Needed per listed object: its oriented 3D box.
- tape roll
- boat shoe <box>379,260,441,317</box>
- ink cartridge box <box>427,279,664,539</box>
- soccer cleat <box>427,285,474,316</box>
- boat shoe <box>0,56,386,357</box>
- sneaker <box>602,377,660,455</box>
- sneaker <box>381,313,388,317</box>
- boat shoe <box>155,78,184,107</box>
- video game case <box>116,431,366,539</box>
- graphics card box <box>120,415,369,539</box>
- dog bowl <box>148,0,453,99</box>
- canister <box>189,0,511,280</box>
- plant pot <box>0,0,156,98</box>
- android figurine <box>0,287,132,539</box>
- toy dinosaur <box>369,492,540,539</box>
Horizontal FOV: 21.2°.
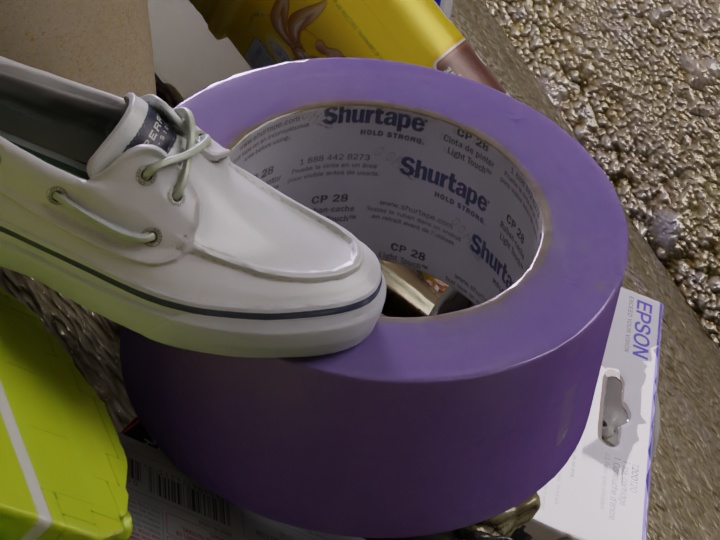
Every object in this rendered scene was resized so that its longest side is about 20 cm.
[{"bbox_3d":[0.003,0.005,0.775,0.201,0.198,0.085,-112,-157,-45],"label":"tape roll"},{"bbox_3d":[0.000,0.000,0.981,0.199,0.072,0.065,38,46,-1],"label":"boat shoe"},{"bbox_3d":[0.068,0.058,1.059,0.199,0.043,0.199,24,44,-10],"label":"ink cartridge box"},{"bbox_3d":[0.047,0.063,0.907,0.069,0.201,0.077,28,6,42],"label":"soccer cleat"},{"bbox_3d":[-0.082,-0.027,0.663,0.198,0.067,0.074,14,37,-8],"label":"boat shoe"},{"bbox_3d":[0.134,0.134,1.166,0.088,0.075,0.202,-36,131,-65],"label":"sneaker"},{"bbox_3d":[-0.025,0.029,0.889,0.200,0.075,0.087,52,-1,37],"label":"sneaker"},{"bbox_3d":[-0.122,-0.073,0.991,0.200,0.059,0.072,36,22,-52],"label":"boat shoe"},{"bbox_3d":[-0.028,0.153,0.707,0.199,0.023,0.182,27,28,-24],"label":"video game case"},{"bbox_3d":[-0.017,0.141,0.851,0.201,0.051,0.125,57,13,14],"label":"graphics card box"},{"bbox_3d":[-0.045,-0.184,1.221,0.201,0.200,0.079,58,16,18],"label":"dog bowl"},{"bbox_3d":[0.009,-0.097,0.999,0.200,0.086,0.148,51,-12,-3],"label":"canister"},{"bbox_3d":[-0.164,-0.121,0.780,0.187,0.186,0.201,-72,140,-73],"label":"plant pot"},{"bbox_3d":[-0.150,0.042,0.630,0.200,0.041,0.183,29,23,-48],"label":"android figurine"},{"bbox_3d":[0.023,0.127,0.738,0.088,0.048,0.199,33,22,31],"label":"toy dinosaur"}]
